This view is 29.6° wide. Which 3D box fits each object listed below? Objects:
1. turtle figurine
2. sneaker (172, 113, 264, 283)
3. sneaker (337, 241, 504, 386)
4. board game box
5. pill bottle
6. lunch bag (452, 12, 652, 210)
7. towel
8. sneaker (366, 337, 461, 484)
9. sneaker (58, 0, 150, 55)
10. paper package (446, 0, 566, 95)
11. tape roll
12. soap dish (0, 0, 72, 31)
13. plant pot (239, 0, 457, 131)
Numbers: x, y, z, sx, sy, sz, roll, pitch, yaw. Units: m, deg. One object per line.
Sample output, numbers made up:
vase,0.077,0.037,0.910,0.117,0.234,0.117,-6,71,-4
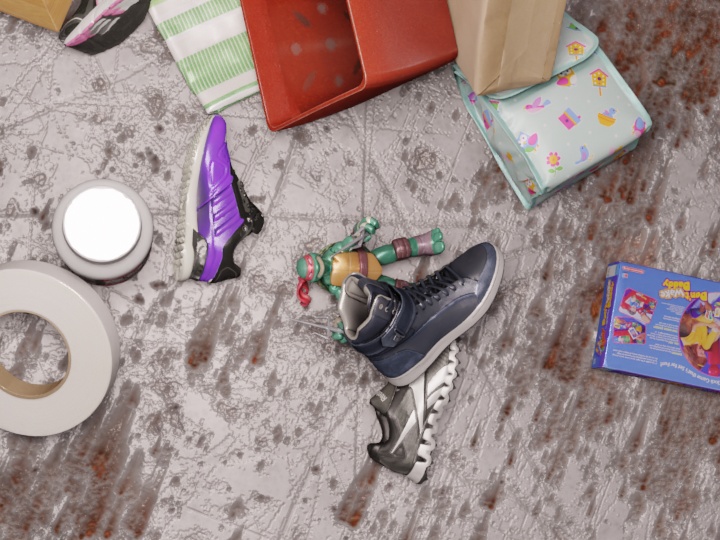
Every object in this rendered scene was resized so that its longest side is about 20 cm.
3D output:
turtle figurine,0.000,0.000,1.610,0.200,0.101,0.150,-2,113,-24
sneaker,-0.162,-0.081,1.613,0.099,0.070,0.200,8,88,-16
sneaker,0.066,0.024,1.556,0.202,0.077,0.146,-49,130,-1
board game box,0.398,0.075,1.699,0.200,0.045,0.135,12,83,-8
pill bottle,-0.285,-0.042,1.516,0.111,0.200,0.111,1,86,-9
lunch bag,0.227,-0.205,1.660,0.170,0.122,0.200,-29,82,-9
towel,-0.167,-0.305,1.650,0.152,0.023,0.200,-27,90,-10
sneaker,0.060,0.148,1.625,0.090,0.066,0.200,17,85,-10
sneaker,-0.285,-0.344,1.608,0.200,0.080,0.086,-45,73,0
paper package,0.154,-0.335,1.580,0.103,0.191,0.200,-9,45,-15
tape roll,-0.370,0.088,1.527,0.203,0.037,0.203,2,108,6
soap dish,-0.388,-0.398,1.582,0.157,0.081,0.200,21,83,2
plant pot,-0.004,-0.287,1.587,0.176,0.200,0.200,-10,86,-37
